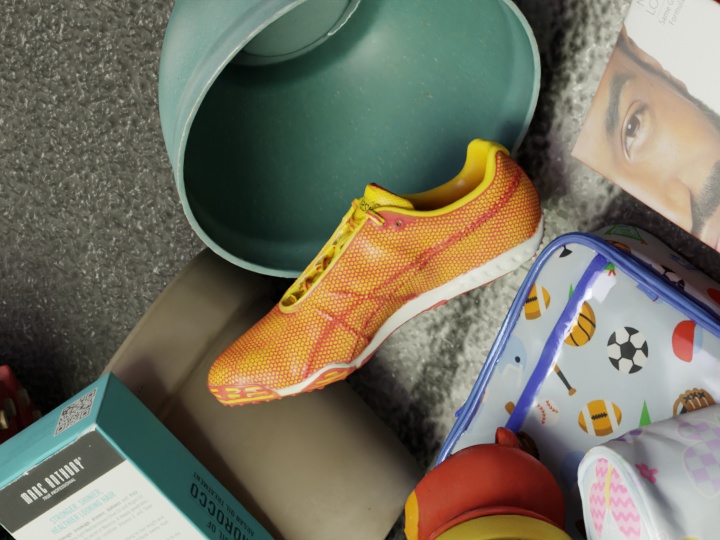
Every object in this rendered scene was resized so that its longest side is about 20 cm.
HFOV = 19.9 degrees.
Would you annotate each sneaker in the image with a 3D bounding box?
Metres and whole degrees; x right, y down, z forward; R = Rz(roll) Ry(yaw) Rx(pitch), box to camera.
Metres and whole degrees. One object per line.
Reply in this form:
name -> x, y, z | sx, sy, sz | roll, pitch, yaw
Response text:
sneaker -> 0.000, 0.000, 1.067 | 0.077, 0.199, 0.073 | 59, 170, -19

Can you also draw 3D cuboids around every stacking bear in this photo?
stacking bear -> 0.065, 0.163, 0.989 | 0.113, 0.201, 0.122 | -2, 126, 2

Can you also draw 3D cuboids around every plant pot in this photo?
plant pot -> -0.065, 0.113, 1.155 | 0.173, 0.200, 0.201 | 33, 116, 5
plant pot -> -0.022, -0.115, 1.084 | 0.201, 0.199, 0.135 | -54, 44, 27

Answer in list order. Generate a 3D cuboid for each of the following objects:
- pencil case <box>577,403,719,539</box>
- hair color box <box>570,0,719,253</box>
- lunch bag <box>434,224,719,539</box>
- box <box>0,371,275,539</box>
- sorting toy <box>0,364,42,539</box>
pencil case -> 0.203, 0.100, 0.968 | 0.083, 0.199, 0.091 | 95, 155, -48
hair color box -> 0.208, -0.055, 0.971 | 0.200, 0.064, 0.111 | 36, 124, 27
lunch bag -> 0.127, 0.085, 1.084 | 0.160, 0.075, 0.201 | 36, 115, 23
box -> -0.096, 0.151, 1.058 | 0.082, 0.049, 0.200 | -32, 113, 21
sorting toy -> -0.222, 0.150, 1.255 | 0.069, 0.199, 0.201 | -15, 94, 0
